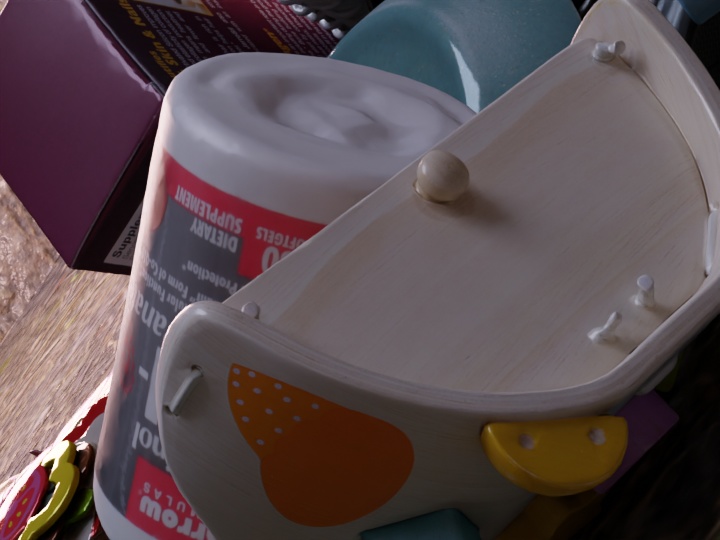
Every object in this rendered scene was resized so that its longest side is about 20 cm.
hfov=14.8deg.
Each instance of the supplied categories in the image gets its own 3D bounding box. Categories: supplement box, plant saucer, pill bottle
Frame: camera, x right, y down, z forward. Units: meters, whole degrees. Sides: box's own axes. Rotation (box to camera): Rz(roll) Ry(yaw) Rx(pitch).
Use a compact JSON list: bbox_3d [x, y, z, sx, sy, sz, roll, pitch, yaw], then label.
[{"bbox_3d":[-0.051,-0.056,1.149,0.110,0.200,0.086,51,119,36],"label":"supplement box"},{"bbox_3d":[0.014,-0.018,0.978,0.200,0.036,0.201,-30,54,53],"label":"plant saucer"},{"bbox_3d":[-0.025,0.041,0.887,0.111,0.110,0.200,-78,0,-68],"label":"pill bottle"}]

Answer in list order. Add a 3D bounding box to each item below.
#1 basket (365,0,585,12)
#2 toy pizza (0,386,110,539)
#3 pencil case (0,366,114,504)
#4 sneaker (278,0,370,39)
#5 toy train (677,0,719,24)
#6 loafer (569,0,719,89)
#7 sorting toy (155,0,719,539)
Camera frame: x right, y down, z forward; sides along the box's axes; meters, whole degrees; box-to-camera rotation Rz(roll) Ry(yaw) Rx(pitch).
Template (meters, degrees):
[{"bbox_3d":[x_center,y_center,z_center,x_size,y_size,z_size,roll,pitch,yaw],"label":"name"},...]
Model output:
[{"bbox_3d":[0.104,-0.184,1.131,0.180,0.136,0.200,-45,10,43],"label":"basket"},{"bbox_3d":[-0.100,0.105,1.057,0.200,0.032,0.200,-39,32,30],"label":"toy pizza"},{"bbox_3d":[-0.121,0.094,1.411,0.083,0.087,0.200,-18,-21,-47],"label":"pencil case"},{"bbox_3d":[-0.004,-0.130,1.152,0.073,0.071,0.200,3,18,40],"label":"sneaker"},{"bbox_3d":[0.168,-0.163,0.882,0.200,0.056,0.150,-39,50,8],"label":"toy train"},{"bbox_3d":[0.127,-0.138,0.968,0.063,0.072,0.200,10,59,35],"label":"loafer"},{"bbox_3d":[0.029,0.048,0.794,0.200,0.107,0.180,-38,-19,-40],"label":"sorting toy"}]
